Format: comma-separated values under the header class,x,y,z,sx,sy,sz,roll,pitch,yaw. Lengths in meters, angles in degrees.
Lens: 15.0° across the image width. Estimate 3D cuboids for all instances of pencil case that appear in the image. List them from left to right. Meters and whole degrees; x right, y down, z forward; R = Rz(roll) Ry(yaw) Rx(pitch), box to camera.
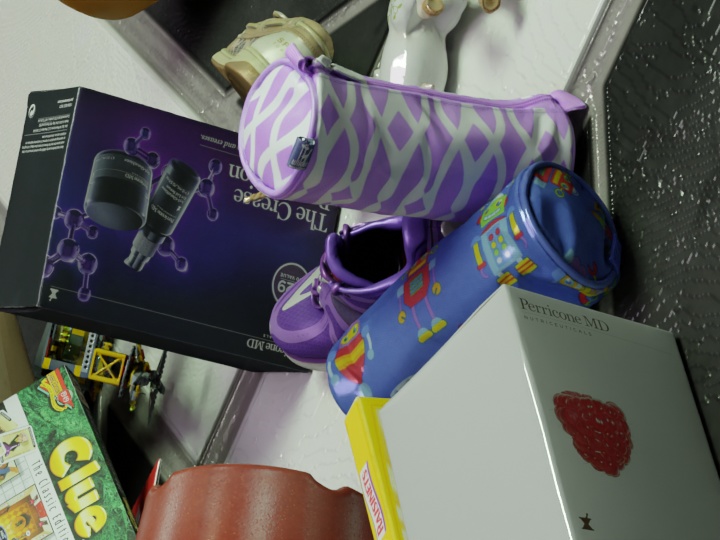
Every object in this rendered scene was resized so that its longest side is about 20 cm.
class,x,y,z,sx,sy,sz,roll,pitch,yaw
pencil case,0.027,-0.073,1.521,0.084,0.199,0.086,35,113,50
pencil case,0.065,0.024,1.530,0.200,0.087,0.078,-43,25,39

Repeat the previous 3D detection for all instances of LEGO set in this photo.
class,x,y,z,sx,sy,sz,roll,pitch,yaw
LEGO set,-0.143,0.010,1.873,0.154,0.115,0.201,117,167,-81

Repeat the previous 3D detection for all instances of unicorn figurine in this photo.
class,x,y,z,sx,sy,sz,roll,pitch,yaw
unicorn figurine,0.026,-0.113,1.670,0.201,0.074,0.137,-64,21,-9

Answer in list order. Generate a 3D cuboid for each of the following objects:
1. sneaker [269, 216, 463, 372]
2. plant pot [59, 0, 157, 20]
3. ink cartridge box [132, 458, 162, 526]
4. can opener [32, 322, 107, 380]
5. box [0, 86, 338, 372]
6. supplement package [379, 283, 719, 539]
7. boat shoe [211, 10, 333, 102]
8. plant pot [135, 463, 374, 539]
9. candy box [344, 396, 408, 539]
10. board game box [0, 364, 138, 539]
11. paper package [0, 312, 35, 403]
class,x,y,z,sx,sy,sz,roll,pitch,yaw
sneaker,0.000,0.000,1.639,0.200,0.083,0.081,-31,52,50
plant pot,-0.145,-0.305,1.917,0.183,0.200,0.201,-27,54,31
ink cartridge box,-0.169,0.226,1.777,0.200,0.044,0.177,122,154,-71
can opener,-0.198,0.072,1.970,0.067,0.053,0.201,22,97,26
box,-0.120,-0.022,1.727,0.079,0.199,0.142,3,80,57
supplement package,0.105,0.129,1.383,0.120,0.121,0.201,-47,41,36
boat shoe,-0.049,-0.128,1.760,0.063,0.073,0.200,-42,9,-1
plant pot,-0.063,0.228,1.560,0.200,0.200,0.196,-29,45,49
candy box,0.059,0.153,1.461,0.026,0.102,0.201,115,150,-43
board game box,-0.195,0.157,1.706,0.104,0.023,0.200,-30,48,1
paper package,-0.281,0.125,1.880,0.190,0.103,0.201,-4,102,68
